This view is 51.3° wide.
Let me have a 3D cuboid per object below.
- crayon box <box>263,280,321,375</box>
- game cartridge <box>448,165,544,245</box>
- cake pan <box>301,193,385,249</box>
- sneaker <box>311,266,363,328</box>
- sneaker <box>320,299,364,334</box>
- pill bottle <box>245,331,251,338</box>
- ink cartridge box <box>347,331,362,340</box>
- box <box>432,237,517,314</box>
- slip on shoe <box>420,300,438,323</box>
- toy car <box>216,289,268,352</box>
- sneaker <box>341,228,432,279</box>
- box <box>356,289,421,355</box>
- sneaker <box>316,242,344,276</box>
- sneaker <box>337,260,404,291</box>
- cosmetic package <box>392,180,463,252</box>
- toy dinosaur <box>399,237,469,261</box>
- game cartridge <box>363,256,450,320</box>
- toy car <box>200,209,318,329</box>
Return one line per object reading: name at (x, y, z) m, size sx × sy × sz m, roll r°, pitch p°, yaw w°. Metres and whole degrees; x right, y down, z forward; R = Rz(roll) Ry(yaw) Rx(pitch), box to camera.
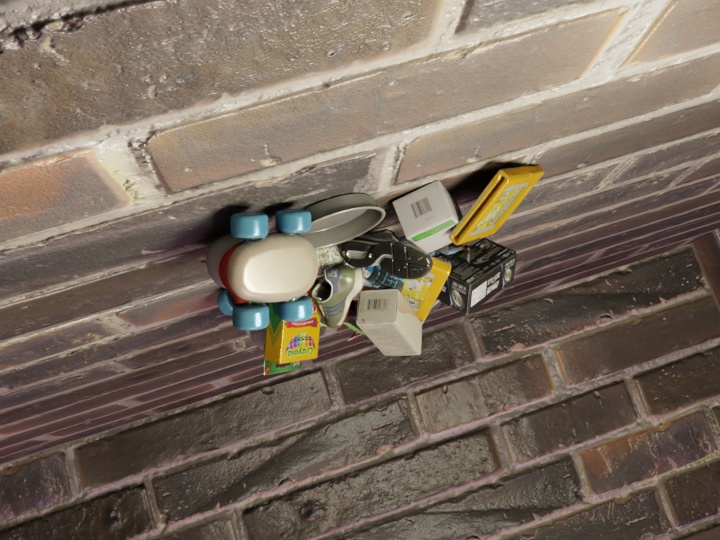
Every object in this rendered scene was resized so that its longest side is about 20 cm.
crayon box at (-0.142, 0.122, 1.602) m, size 0.050 × 0.204 × 0.126 m, roll 9°, pitch -173°, yaw 35°
game cartridge at (0.279, -0.134, 1.517) m, size 0.199 × 0.032 × 0.177 m, roll -15°, pitch 146°, yaw -54°
cake pan at (-0.051, -0.091, 1.409) m, size 0.197 × 0.037 × 0.200 m, roll -18°, pitch 168°, yaw -4°
sneaker at (-0.064, 0.053, 1.577) m, size 0.088 × 0.068 × 0.201 m, roll 4°, pitch 145°, yaw -21°
sneaker at (-0.033, 0.089, 1.717) m, size 0.198 × 0.078 × 0.084 m, roll 14°, pitch 142°, yaw -32°
pill bottle at (-0.200, 0.120, 1.925) m, size 0.111 × 0.114 × 0.199 m, roll -25°, pitch 166°, yaw 30°
ink cartridge box at (0.047, 0.090, 1.842) m, size 0.198 × 0.068 × 0.116 m, roll -30°, pitch 180°, yaw 16°
box at (0.256, 0.000, 1.816) m, size 0.199 × 0.163 × 0.087 m, roll -31°, pitch 134°, yaw -38°
slip on shoe at (0.149, 0.085, 1.901) m, size 0.200 × 0.075 × 0.061 m, roll -40°, pitch 146°, yaw -35°
toy car at (-0.193, 0.107, 1.674) m, size 0.183 × 0.203 × 0.176 m, roll -26°, pitch 165°, yaw 34°
sneaker at (0.071, -0.047, 1.508) m, size 0.198 × 0.077 × 0.115 m, roll 11°, pitch -150°, yaw 30°
box at (0.067, 0.118, 1.648) m, size 0.093 × 0.079 × 0.200 m, roll -3°, pitch 154°, yaw 18°
sneaker at (-0.118, -0.018, 1.506) m, size 0.197 × 0.078 × 0.089 m, roll -17°, pitch 180°, yaw -12°
sneaker at (0.000, 0.000, 1.628) m, size 0.197 × 0.076 × 0.087 m, roll 25°, pitch 154°, yaw -5°
cosmetic package at (0.147, -0.106, 1.527) m, size 0.106 × 0.086 × 0.200 m, roll -25°, pitch 165°, yaw 14°
toy dinosaur at (0.170, -0.057, 1.782) m, size 0.178 × 0.107 × 0.200 m, roll -2°, pitch -179°, yaw 10°
game cartridge at (0.082, 0.018, 1.683) m, size 0.197 × 0.033 × 0.178 m, roll 20°, pitch 135°, yaw -2°
toy car at (-0.192, -0.014, 1.311) m, size 0.175 × 0.188 × 0.198 m, roll -9°, pitch -166°, yaw -40°
